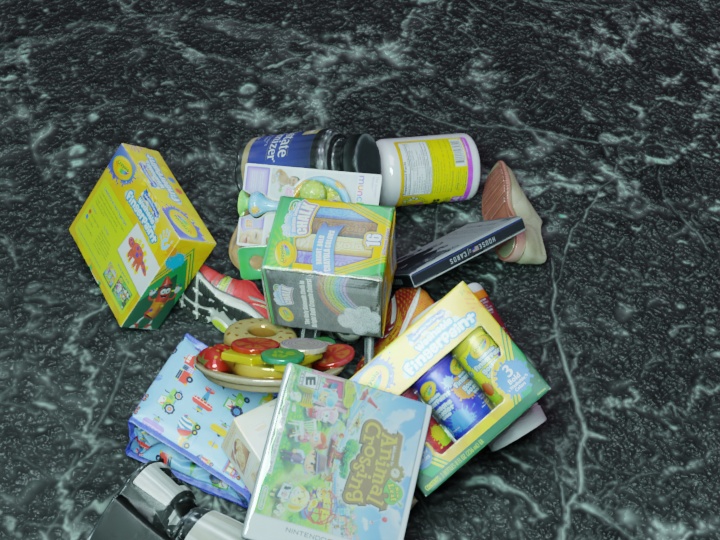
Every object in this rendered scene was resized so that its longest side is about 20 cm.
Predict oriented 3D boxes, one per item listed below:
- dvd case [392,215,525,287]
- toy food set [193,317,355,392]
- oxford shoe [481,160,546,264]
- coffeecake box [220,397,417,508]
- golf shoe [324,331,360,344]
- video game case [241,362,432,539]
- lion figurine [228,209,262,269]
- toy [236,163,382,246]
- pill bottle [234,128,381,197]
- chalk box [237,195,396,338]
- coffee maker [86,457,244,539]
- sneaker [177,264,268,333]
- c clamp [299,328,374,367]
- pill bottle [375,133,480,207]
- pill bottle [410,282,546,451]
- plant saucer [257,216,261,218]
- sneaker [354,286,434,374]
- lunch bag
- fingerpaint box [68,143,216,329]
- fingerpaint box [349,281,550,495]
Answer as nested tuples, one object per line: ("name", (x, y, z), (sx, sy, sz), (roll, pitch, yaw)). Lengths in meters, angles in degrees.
("dvd case", (0.122, -0.026, 1.550), (0.198, 0.150, 0.025), (-26, 99, -22))
("toy food set", (-0.110, 0.107, 1.348), (0.195, 0.050, 0.199), (8, 11, 26))
("oxford shoe", (0.237, -0.084, 1.653), (0.073, 0.071, 0.202), (16, 47, -24))
("coffeecake box", (-0.052, 0.249, 1.318), (0.152, 0.073, 0.201), (-21, 64, -35))
("golf shoe", (0.000, 0.000, 1.501), (0.076, 0.088, 0.204), (8, 76, -19))
("video game case", (-0.024, 0.226, 1.217), (0.179, 0.022, 0.203), (17, 72, -9))
("lion figurine", (-0.126, -0.012, 1.528), (0.198, 0.073, 0.123), (20, 64, 30))
("toy", (-0.076, -0.084, 1.467), (0.197, 0.047, 0.117), (6, 87, 15))
("pill bottle", (-0.075, -0.146, 1.559), (0.197, 0.113, 0.113), (-3, 47, 27))
("chalk box", (-0.058, -0.008, 1.383), (0.196, 0.125, 0.125), (7, 52, 7))
("coffee maker", (-0.215, 0.346, 1.230), (0.198, 0.136, 0.193), (28, 56, 18))
("sneaker", (-0.191, 0.037, 1.528), (0.199, 0.078, 0.085), (35, 38, 17))
("c clamp", (-0.009, 0.138, 1.415), (0.168, 0.027, 0.204), (-9, 78, 25))
("pill bottle", (0.078, -0.152, 1.647), (0.197, 0.105, 0.105), (-6, 52, -17))
("pill bottle", (0.158, 0.128, 1.411), (0.112, 0.113, 0.202), (-26, 81, -22))
("plant saucer", (-0.070, -0.043, 1.609), (0.197, 0.033, 0.203), (1, 51, -1))
("sneaker", (0.053, 0.115, 1.469), (0.073, 0.077, 0.201), (0, 53, 54))
("lunch bag", (-0.179, 0.201, 1.385), (0.198, 0.095, 0.151), (26, 51, 5))
("fingerpaint box", (-0.310, -0.048, 1.512), (0.073, 0.168, 0.201), (8, 36, -49))
("fingerpaint box", (0.103, 0.144, 1.312), (0.199, 0.073, 0.167), (-39, 81, 0))
